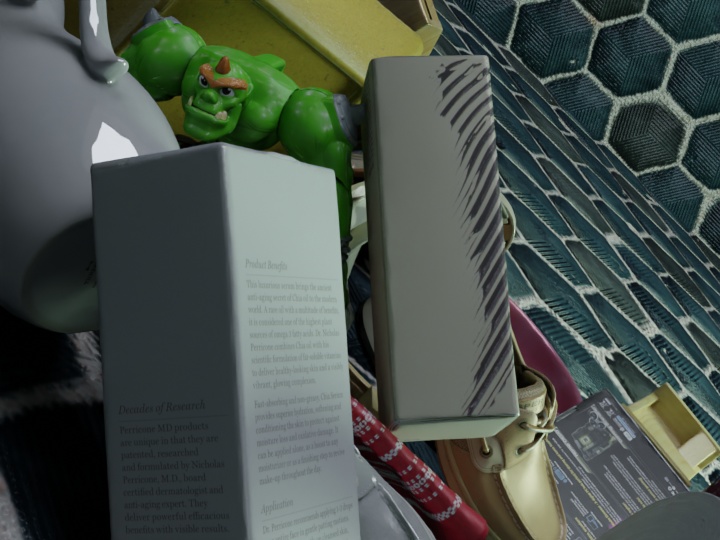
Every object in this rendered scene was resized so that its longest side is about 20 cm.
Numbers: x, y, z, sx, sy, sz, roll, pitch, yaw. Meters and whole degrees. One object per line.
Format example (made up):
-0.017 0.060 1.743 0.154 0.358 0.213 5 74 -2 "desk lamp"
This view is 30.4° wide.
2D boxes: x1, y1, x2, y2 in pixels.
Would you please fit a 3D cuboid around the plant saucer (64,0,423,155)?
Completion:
-0.090 -0.117 0.816 0.200 0.200 0.049 34 26 -33 "plant saucer"

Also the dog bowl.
0.093 0.075 1.023 0.200 0.074 0.200 41 18 -16 "dog bowl"

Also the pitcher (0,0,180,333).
-0.151 -0.086 0.654 0.121 0.172 0.200 3 43 -40 "pitcher"

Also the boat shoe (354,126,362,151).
-0.004 -0.130 1.077 0.072 0.199 0.068 -18 108 -46 "boat shoe"

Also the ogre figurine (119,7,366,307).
-0.083 -0.068 0.746 0.199 0.120 0.098 30 13 29 "ogre figurine"

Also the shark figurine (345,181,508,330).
-0.001 -0.012 0.881 0.214 0.128 0.090 -43 133 -41 "shark figurine"

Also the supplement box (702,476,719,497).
0.296 0.205 1.000 0.103 0.200 0.131 51 17 15 "supplement box"

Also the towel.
-0.024 0.078 0.730 0.200 0.023 0.145 44 -14 -9 "towel"

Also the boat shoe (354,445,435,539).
-0.031 0.098 0.655 0.200 0.072 0.069 50 -13 11 "boat shoe"

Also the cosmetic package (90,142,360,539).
-0.056 0.053 0.574 0.101 0.071 0.201 6 80 -64 "cosmetic package"

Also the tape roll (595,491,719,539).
0.116 0.195 0.613 0.066 0.200 0.200 46 18 -1 "tape roll"

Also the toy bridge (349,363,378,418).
-0.057 0.033 0.846 0.200 0.027 0.067 41 17 -16 "toy bridge"

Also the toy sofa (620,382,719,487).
0.228 0.161 1.105 0.083 0.098 0.200 52 19 14 "toy sofa"

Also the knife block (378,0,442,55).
-0.051 -0.138 0.920 0.200 0.175 0.064 124 -51 -69 "knife block"

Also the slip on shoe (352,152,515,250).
0.021 -0.054 1.020 0.199 0.077 0.061 6 21 7 "slip on shoe"

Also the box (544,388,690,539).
0.169 0.193 0.879 0.160 0.044 0.200 -23 67 -40 "box"

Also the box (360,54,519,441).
0.040 -0.011 0.724 0.082 0.068 0.201 108 -21 -76 "box"

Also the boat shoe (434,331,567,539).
0.082 0.087 0.795 0.071 0.064 0.201 -39 106 -52 "boat shoe"
